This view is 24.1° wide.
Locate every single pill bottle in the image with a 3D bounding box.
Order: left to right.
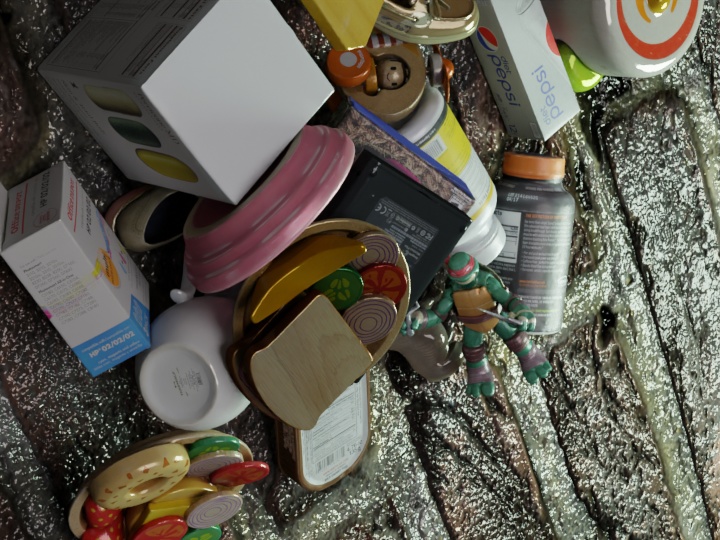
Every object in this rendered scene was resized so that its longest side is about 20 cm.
[{"bbox_3d":[0.080,-0.094,1.827,0.112,0.112,0.201,-47,124,-21],"label":"pill bottle"},{"bbox_3d":[0.190,-0.034,1.930,0.105,0.106,0.202,0,100,-38],"label":"pill bottle"}]

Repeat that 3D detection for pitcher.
[{"bbox_3d":[-0.153,0.056,1.645,0.173,0.120,0.200,68,19,-10],"label":"pitcher"}]

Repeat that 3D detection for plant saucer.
[{"bbox_3d":[-0.094,-0.068,1.562,0.051,0.200,0.201,47,70,-19],"label":"plant saucer"}]

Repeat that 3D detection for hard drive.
[{"bbox_3d":[0.000,0.000,1.617,0.139,0.033,0.201,29,100,-34],"label":"hard drive"}]

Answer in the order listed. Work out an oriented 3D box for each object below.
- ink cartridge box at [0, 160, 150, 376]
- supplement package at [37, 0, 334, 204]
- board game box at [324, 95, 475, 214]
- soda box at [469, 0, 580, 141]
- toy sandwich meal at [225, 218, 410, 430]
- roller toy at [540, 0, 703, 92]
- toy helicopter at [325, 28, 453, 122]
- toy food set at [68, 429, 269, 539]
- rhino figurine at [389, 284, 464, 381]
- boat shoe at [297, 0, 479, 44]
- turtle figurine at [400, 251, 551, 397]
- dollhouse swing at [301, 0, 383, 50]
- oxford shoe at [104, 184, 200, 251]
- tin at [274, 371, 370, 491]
[{"bbox_3d":[-0.272,-0.017,1.555,0.067,0.115,0.201,-27,122,8],"label":"ink cartridge box"},{"bbox_3d":[-0.163,-0.177,1.559,0.151,0.199,0.152,-50,125,-18],"label":"supplement package"},{"bbox_3d":[-0.007,-0.046,1.700,0.159,0.097,0.201,35,99,-9],"label":"board game box"},{"bbox_3d":[0.177,-0.249,1.901,0.068,0.063,0.201,-39,121,-25],"label":"soda box"},{"bbox_3d":[-0.033,0.049,1.558,0.203,0.070,0.207,-13,122,-22],"label":"toy sandwich meal"},{"bbox_3d":[0.299,-0.318,1.934,0.182,0.139,0.202,-26,114,-32],"label":"roller toy"},{"bbox_3d":[0.048,-0.242,1.773,0.079,0.131,0.201,91,17,-63],"label":"toy helicopter"},{"bbox_3d":[-0.190,0.221,1.658,0.196,0.049,0.201,-3,141,-35],"label":"toy food set"},{"bbox_3d":[0.052,0.052,1.871,0.200,0.060,0.088,39,75,-35],"label":"rhino figurine"},{"bbox_3d":[0.032,-0.285,1.725,0.198,0.063,0.074,8,53,-14],"label":"boat shoe"},{"bbox_3d":[0.127,0.048,1.818,0.201,0.148,0.101,59,39,-38],"label":"turtle figurine"},{"bbox_3d":[-0.076,-0.331,1.638,0.176,0.180,0.201,68,37,-55],"label":"dollhouse swing"},{"bbox_3d":[-0.157,-0.077,1.666,0.200,0.074,0.071,-41,122,-24],"label":"oxford shoe"},{"bbox_3d":[-0.038,0.149,1.796,0.112,0.042,0.201,-33,137,-33],"label":"tin"}]
